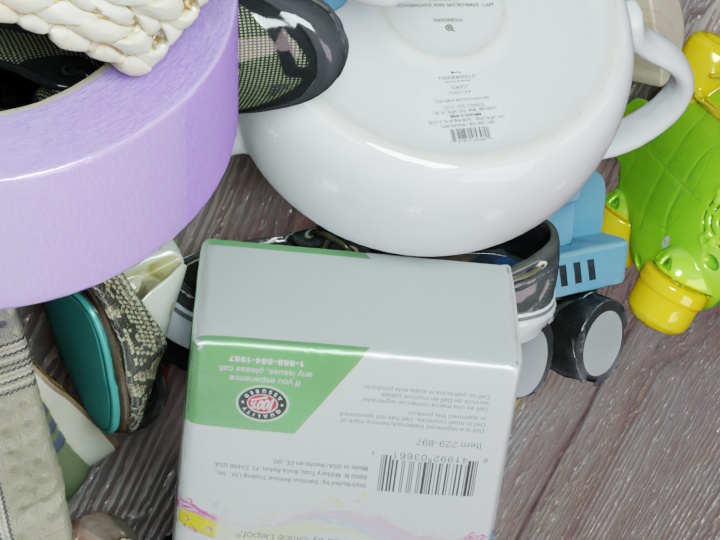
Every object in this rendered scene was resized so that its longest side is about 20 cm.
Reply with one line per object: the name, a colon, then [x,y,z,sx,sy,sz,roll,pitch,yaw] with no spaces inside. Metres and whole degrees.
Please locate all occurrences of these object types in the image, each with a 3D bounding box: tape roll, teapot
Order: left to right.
tape roll: [-0.144,-0.079,0.929,0.200,0.200,0.066,-29,145,-28]
teapot: [0.028,-0.082,1.169,0.198,0.200,0.146,-51,169,-28]

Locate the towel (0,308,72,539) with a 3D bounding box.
towel: [-0.230,0.071,1.084,0.192,0.035,0.201,-20,123,-17]

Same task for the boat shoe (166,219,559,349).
boat shoe: [0.000,0.000,1.210,0.199,0.069,0.057,-2,132,-16]

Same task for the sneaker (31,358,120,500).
sneaker: [-0.183,0.074,1.179,0.090,0.067,0.200,-48,152,-7]

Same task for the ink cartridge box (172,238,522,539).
ink cartridge box: [-0.012,0.094,1.170,0.144,0.088,0.201,4,123,-4]

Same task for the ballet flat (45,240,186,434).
ballet flat: [-0.119,-0.012,1.130,0.075,0.068,0.201,-37,131,-15]

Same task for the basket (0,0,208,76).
basket: [-0.123,-0.192,0.833,0.161,0.200,0.198,-53,148,13]

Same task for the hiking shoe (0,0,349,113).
hiking shoe: [-0.101,-0.070,1.022,0.199,0.101,0.076,-2,136,-8]

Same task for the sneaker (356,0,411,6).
sneaker: [0.006,-0.208,1.015,0.082,0.077,0.201,46,45,-84]

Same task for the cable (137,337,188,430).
cable: [-0.126,0.011,1.228,0.097,0.050,0.200,-41,137,6]

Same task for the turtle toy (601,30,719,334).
turtle toy: [0.197,-0.049,1.411,0.101,0.200,0.146,20,109,-27]

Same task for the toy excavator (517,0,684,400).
toy excavator: [0.098,-0.048,1.337,0.194,0.100,0.201,-12,113,-48]

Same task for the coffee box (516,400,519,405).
coffee box: [0.031,0.049,1.439,0.200,0.044,0.123,5,121,-53]

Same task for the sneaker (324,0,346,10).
sneaker: [0.010,-0.183,1.088,0.200,0.075,0.087,-39,167,-24]

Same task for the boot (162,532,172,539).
boot: [-0.050,0.141,1.338,0.198,0.073,0.162,-42,-178,3]

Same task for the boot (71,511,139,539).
boot: [-0.199,0.158,1.192,0.199,0.065,0.186,-22,163,8]
